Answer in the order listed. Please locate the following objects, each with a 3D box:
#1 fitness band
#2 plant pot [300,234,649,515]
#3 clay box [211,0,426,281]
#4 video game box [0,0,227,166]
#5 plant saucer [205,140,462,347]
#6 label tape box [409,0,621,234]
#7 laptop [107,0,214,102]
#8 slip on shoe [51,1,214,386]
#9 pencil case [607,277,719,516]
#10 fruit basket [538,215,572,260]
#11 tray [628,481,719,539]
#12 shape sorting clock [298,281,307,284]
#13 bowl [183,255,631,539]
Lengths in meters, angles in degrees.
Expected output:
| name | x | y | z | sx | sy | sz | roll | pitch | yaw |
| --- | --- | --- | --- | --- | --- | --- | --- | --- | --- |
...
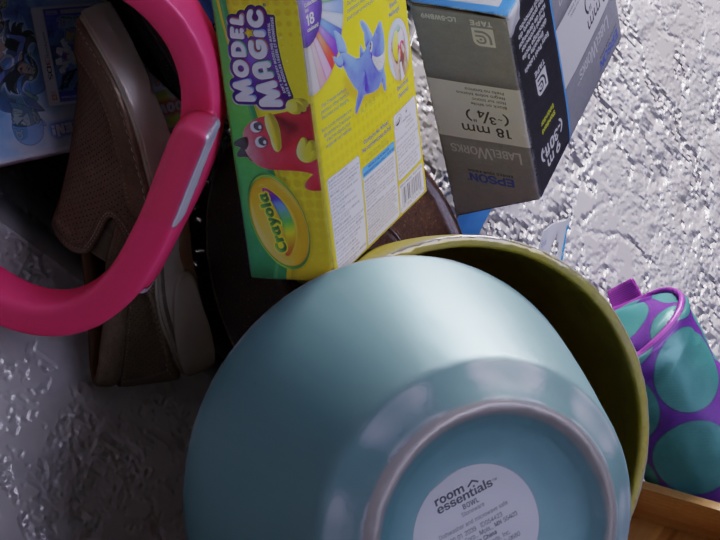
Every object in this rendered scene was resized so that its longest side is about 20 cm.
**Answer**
| name | x | y | z | sx | sy | sz | roll | pitch | yaw |
| --- | --- | --- | --- | --- | --- | --- | --- | --- | --- |
| fitness band | -0.139 | -0.061 | 0.937 | 0.143 | 0.200 | 0.037 | 30 | 33 | 2 |
| plant pot | 0.017 | 0.072 | 1.019 | 0.200 | 0.142 | 0.201 | -4 | 101 | -23 |
| clay box | -0.020 | -0.109 | 0.938 | 0.115 | 0.048 | 0.200 | -45 | 132 | -57 |
| video game box | -0.138 | -0.153 | 1.056 | 0.200 | 0.047 | 0.183 | -16 | 92 | -45 |
| plant saucer | 0.000 | 0.000 | 1.153 | 0.200 | 0.034 | 0.201 | 21 | 61 | -42 |
| label tape box | 0.096 | -0.118 | 1.206 | 0.200 | 0.063 | 0.144 | 74 | 35 | -45 |
| laptop | -0.094 | -0.197 | 0.997 | 0.116 | 0.200 | 0.187 | -32 | 109 | -5 |
| slip on shoe | -0.117 | -0.029 | 1.003 | 0.060 | 0.076 | 0.200 | -17 | 128 | -11 |
| pencil case | 0.212 | 0.106 | 1.327 | 0.200 | 0.085 | 0.092 | 55 | 27 | -21 |
| fruit basket | 0.101 | 0.073 | 1.163 | 0.185 | 0.094 | 0.200 | -17 | 121 | -79 |
| tray | 0.150 | 0.206 | 1.234 | 0.200 | 0.098 | 0.037 | -47 | 139 | -39 |
| shape sorting clock | -0.022 | -0.091 | 1.064 | 0.200 | 0.039 | 0.200 | -1 | 90 | -76 |
| bowl | 0.035 | 0.100 | 0.897 | 0.200 | 0.105 | 0.201 | -4 | 101 | -23 |
